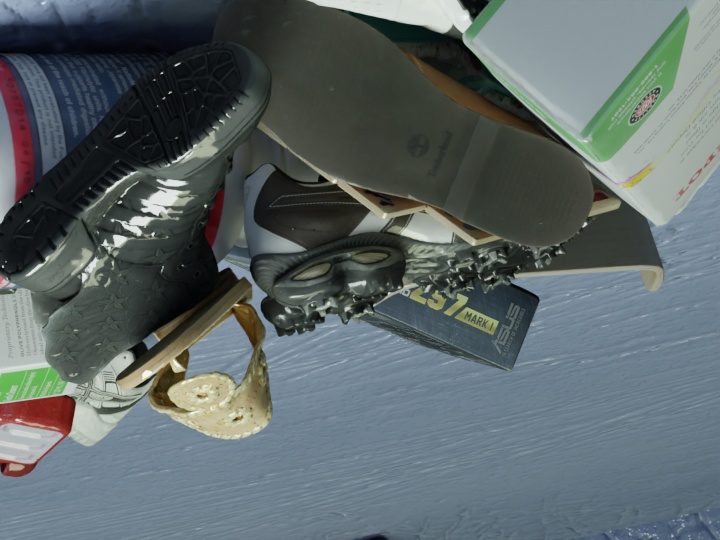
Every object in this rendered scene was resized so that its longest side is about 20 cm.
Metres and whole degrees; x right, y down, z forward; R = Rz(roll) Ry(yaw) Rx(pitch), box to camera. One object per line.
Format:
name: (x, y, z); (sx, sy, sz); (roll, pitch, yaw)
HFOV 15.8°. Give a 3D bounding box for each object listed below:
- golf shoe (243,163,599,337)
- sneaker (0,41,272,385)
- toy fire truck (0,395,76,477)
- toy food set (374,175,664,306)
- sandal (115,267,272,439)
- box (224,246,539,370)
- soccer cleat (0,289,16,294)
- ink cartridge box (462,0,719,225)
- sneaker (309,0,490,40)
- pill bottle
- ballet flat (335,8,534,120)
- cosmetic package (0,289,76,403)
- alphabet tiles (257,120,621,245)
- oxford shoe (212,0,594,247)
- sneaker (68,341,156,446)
golf shoe: (0.031, -0.033, 1.330); (0.199, 0.095, 0.078); (-11, 162, -31)
sneaker: (-0.098, -0.025, 1.248); (0.200, 0.060, 0.104); (-38, 140, 18)
toy fire truck: (-0.288, 0.105, 1.721); (0.167, 0.113, 0.200); (13, 159, -15)
toy food set: (0.067, -0.049, 1.445); (0.199, 0.144, 0.060); (-4, 156, -29)
sandal: (-0.068, 0.049, 1.299); (0.077, 0.070, 0.212); (-37, -174, 4)
box: (0.000, 0.000, 1.523); (0.157, 0.051, 0.200); (23, 176, -15)
soccer cleat: (-0.239, -0.031, 1.439); (0.199, 0.084, 0.065); (1, 142, 20)
ink cartridge box: (0.145, -0.117, 1.257); (0.146, 0.087, 0.200); (-51, 159, 3)
sneaker: (0.010, -0.152, 1.208); (0.080, 0.074, 0.200); (-4, 167, 33)
pill bottle: (-0.123, -0.053, 1.341); (0.199, 0.120, 0.120); (-4, 163, -30)
ballet flat: (0.038, -0.119, 1.338); (0.199, 0.076, 0.064); (15, 161, -41)
cosmetic package: (-0.270, 0.038, 1.550); (0.199, 0.085, 0.108); (-9, 168, -14)
alphabet tiles: (0.037, -0.069, 1.331); (0.200, 0.166, 0.006); (-14, 134, -51)
oxford shoe: (0.016, -0.074, 1.253); (0.199, 0.072, 0.071); (29, -169, -11)
sneaker: (-0.207, 0.057, 1.815); (0.088, 0.076, 0.200); (-38, 158, 6)
